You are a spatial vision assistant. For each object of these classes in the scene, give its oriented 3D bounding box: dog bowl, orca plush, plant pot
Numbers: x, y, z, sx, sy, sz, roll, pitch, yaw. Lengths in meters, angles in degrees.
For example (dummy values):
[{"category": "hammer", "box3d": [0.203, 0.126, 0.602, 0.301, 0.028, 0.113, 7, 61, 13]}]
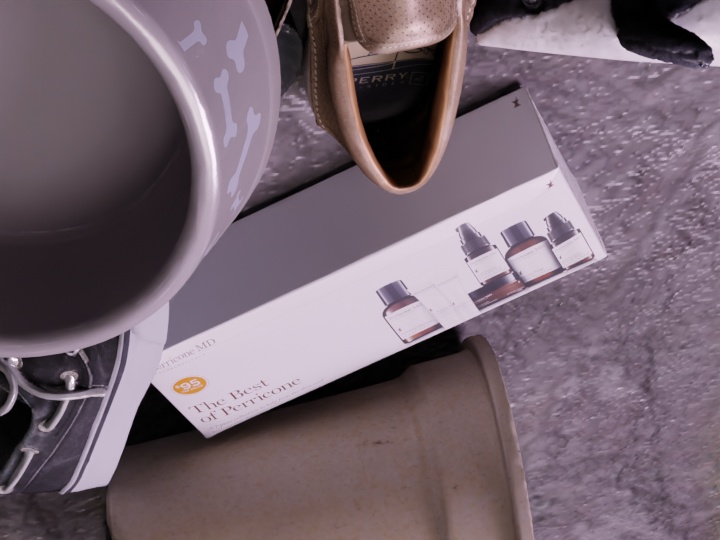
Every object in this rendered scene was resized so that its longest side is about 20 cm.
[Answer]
[{"category": "dog bowl", "box3d": [-0.128, -0.055, 0.778, 0.199, 0.059, 0.201, 5, 129, 6]}, {"category": "orca plush", "box3d": [0.143, -0.113, 0.875, 0.199, 0.072, 0.105, 8, -169, 23]}, {"category": "plant pot", "box3d": [-0.023, 0.138, 1.072, 0.182, 0.201, 0.201, -6, 145, -5]}]

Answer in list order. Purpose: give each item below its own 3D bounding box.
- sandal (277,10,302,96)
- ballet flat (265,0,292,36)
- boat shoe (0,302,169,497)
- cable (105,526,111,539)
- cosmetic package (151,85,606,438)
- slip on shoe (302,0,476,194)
[{"category": "sandal", "box3d": [-0.115, -0.069, 0.850, 0.199, 0.048, 0.076, -7, 144, -17]}, {"category": "ballet flat", "box3d": [-0.056, -0.077, 0.812, 0.067, 0.046, 0.200, 0, 135, -37]}, {"category": "boat shoe", "box3d": [-0.129, 0.028, 0.956, 0.068, 0.074, 0.200, -10, 150, -25]}, {"category": "cable", "box3d": [-0.116, 0.188, 1.206, 0.097, 0.051, 0.200, 6, 140, -30]}, {"category": "cosmetic package", "box3d": [0.000, 0.000, 1.001, 0.199, 0.051, 0.083, -25, 144, 9]}, {"category": "slip on shoe", "box3d": [0.013, -0.108, 0.847, 0.076, 0.061, 0.201, -9, 145, -15]}]
